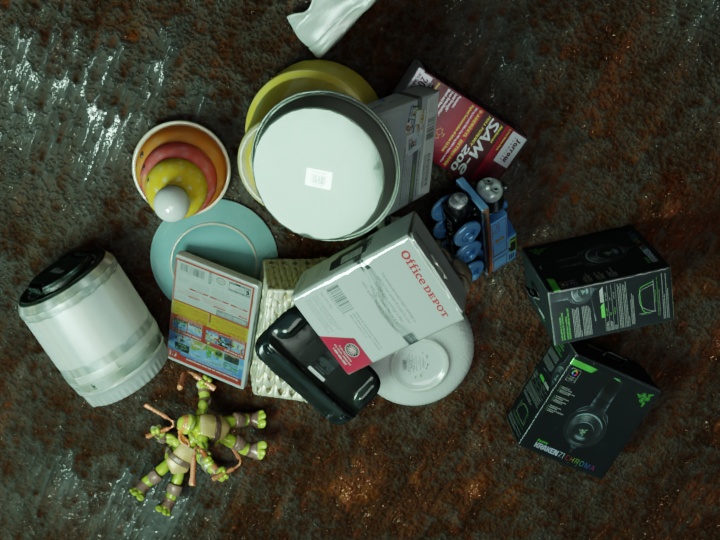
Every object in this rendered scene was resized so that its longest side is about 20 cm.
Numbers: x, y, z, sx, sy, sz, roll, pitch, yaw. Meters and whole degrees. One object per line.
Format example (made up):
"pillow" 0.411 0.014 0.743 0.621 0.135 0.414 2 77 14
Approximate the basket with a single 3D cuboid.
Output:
"basket" -0.100 0.088 1.483 0.122 0.136 0.201 6 112 -12

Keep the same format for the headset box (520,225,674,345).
"headset box" 0.354 0.021 1.481 0.198 0.174 0.093 -12 114 1

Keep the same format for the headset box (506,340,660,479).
"headset box" 0.373 0.218 1.600 0.173 0.093 0.201 25 108 -15

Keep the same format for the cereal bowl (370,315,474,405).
"cereal bowl" 0.092 0.135 1.554 0.198 0.083 0.202 -2 113 -5

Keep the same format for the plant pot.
"plant pot" -0.079 -0.173 1.326 0.199 0.189 0.202 6 115 13

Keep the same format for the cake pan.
"cake pan" -0.049 -0.125 1.212 0.199 0.037 0.202 5 115 12

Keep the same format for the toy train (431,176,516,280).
"toy train" 0.172 -0.064 1.428 0.114 0.087 0.200 -33 149 -10

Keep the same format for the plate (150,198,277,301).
"plate" -0.228 -0.014 1.494 0.199 0.026 0.202 -2 112 -5

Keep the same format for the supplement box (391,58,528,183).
"supplement box" 0.135 -0.211 1.425 0.199 0.061 0.109 29 109 -16

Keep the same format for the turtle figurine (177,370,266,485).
"turtle figurine" -0.231 0.264 1.541 0.161 0.201 0.064 17 134 -33

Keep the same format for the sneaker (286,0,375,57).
"sneaker" -0.019 -0.396 1.333 0.088 0.075 0.200 45 104 -8

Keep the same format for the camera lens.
"camera lens" -0.401 0.081 1.445 0.159 0.160 0.201 -26 113 6

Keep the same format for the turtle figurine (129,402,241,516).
"turtle figurine" -0.313 0.315 1.600 0.200 0.064 0.162 37 87 -25

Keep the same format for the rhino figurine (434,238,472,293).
"rhino figurine" 0.104 0.015 1.438 0.087 0.200 0.060 45 69 -5

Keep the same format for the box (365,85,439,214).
"box" 0.038 -0.155 1.311 0.041 0.200 0.157 18 120 27

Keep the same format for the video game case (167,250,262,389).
"video game case" -0.229 0.078 1.487 0.142 0.017 0.201 21 123 13

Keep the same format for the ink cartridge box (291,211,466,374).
"ink cartridge box" 0.029 0.032 1.331 0.199 0.084 0.146 -28 109 22

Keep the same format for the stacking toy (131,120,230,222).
"stacking toy" -0.259 -0.122 1.350 0.145 0.200 0.147 -2 111 -5

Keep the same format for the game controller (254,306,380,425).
"game controller" -0.061 0.143 1.424 0.104 0.042 0.200 -46 112 -2

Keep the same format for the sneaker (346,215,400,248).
"sneaker" 0.000 0.000 1.483 0.087 0.076 0.201 19 102 -40
